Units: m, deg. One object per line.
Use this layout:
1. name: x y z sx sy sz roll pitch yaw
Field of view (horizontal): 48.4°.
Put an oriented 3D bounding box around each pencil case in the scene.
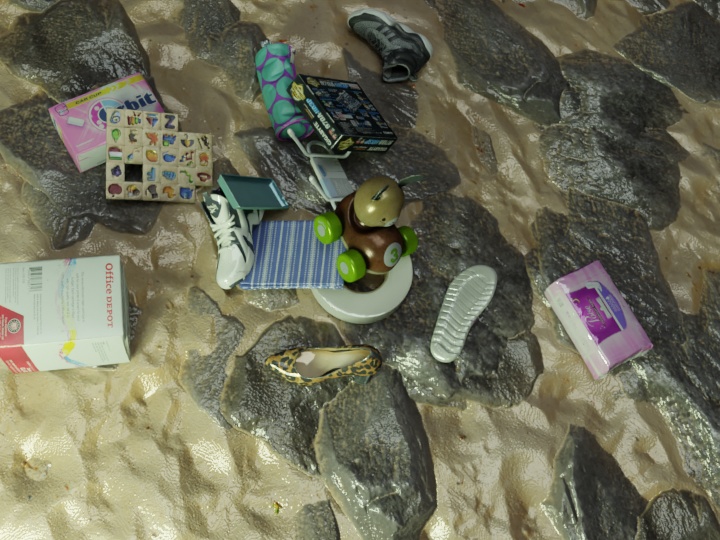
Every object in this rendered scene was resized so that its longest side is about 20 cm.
1. pencil case: -0.152 -0.362 1.615 0.092 0.085 0.203 -26 69 26

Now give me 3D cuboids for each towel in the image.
1. towel: -0.122 -0.028 1.484 0.197 0.024 0.147 0 61 6

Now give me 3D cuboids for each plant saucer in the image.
1. plant saucer: -0.195 -0.141 1.472 0.019 0.200 0.070 -34 82 20

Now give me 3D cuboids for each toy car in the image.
1. toy car: 0.040 -0.099 1.411 0.163 0.200 0.159 -24 75 -35

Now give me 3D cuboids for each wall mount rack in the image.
1. wall mount rack: -0.061 -0.197 1.537 0.172 0.075 0.202 -3 55 -39

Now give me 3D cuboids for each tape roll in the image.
1. tape roll: 0.000 0.000 1.512 0.199 0.037 0.206 4 65 -9

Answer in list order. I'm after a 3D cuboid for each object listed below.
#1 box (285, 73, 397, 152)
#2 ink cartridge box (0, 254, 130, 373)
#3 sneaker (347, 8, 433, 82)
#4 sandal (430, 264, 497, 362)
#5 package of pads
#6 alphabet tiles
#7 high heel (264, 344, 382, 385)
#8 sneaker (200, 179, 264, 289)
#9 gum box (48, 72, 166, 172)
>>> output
1. box: -0.032 -0.306 1.574 0.199 0.046 0.160 -11 61 -55
2. ink cartridge box: -0.486 0.074 1.331 0.197 0.145 0.147 -4 66 -12
3. sneaker: 0.051 -0.475 1.708 0.198 0.076 0.115 26 62 -1
4. sandal: 0.189 0.079 1.509 0.082 0.050 0.204 28 77 19
5. package of pads: 0.452 0.094 1.532 0.119 0.076 0.202 -22 72 -20
6. alphabet tiles: -0.377 -0.214 1.511 0.197 0.008 0.170 1 86 -22
7. high heel: -0.064 0.149 1.376 0.197 0.143 0.072 8 65 -7
8. sneaker: -0.247 -0.078 1.442 0.079 0.130 0.202 -5 57 36
9. gum box: -0.474 -0.287 1.535 0.198 0.066 0.114 -29 76 -21
